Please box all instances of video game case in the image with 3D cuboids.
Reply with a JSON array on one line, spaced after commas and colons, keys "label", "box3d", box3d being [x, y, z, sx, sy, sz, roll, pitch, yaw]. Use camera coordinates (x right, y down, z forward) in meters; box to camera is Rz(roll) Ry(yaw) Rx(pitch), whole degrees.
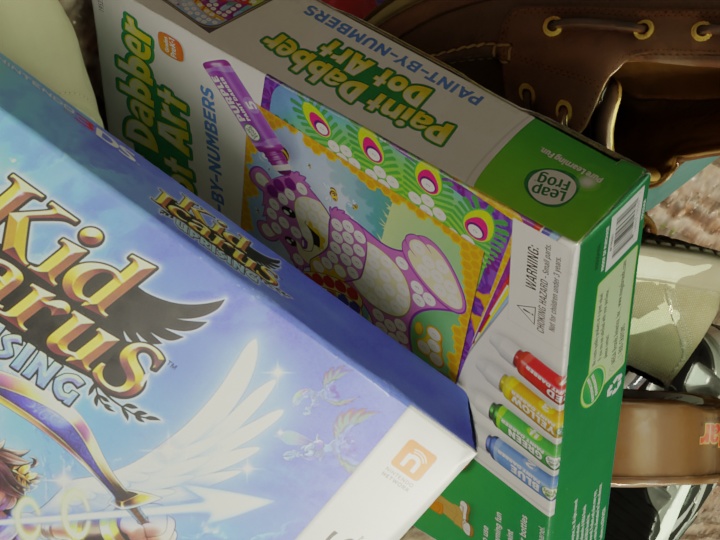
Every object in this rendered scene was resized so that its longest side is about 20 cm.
[{"label": "video game case", "box3d": [-0.095, 0.059, 0.749, 0.200, 0.045, 0.181, 36, 107, -16]}]

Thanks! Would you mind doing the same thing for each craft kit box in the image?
[{"label": "craft kit box", "box3d": [0.000, 0.000, 0.806, 0.048, 0.197, 0.201, -42, 150, -30]}]

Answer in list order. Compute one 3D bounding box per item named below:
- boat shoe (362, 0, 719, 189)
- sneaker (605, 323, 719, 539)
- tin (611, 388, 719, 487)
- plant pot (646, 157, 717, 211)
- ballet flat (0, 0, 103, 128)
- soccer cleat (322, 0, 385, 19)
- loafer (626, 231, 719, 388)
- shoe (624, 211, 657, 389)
[{"label": "boat shoe", "box3d": [0.077, -0.062, 0.757, 0.072, 0.199, 0.068, 49, 42, -46]}, {"label": "sneaker", "box3d": [0.161, 0.120, 1.283, 0.088, 0.074, 0.201, 2, 123, -52]}, {"label": "tin", "box3d": [0.056, 0.067, 0.979, 0.112, 0.199, 0.042, 12, 80, -64]}, {"label": "plant pot", "box3d": [0.112, -0.129, 0.881, 0.141, 0.141, 0.200, -36, 152, -22]}, {"label": "ballet flat", "box3d": [-0.107, -0.010, 0.786, 0.069, 0.069, 0.201, -31, 145, -29]}, {"label": "soccer cleat", "box3d": [0.023, -0.081, 0.885, 0.077, 0.067, 0.200, -56, 147, 3]}, {"label": "loafer", "box3d": [0.061, 0.012, 0.954, 0.199, 0.076, 0.069, 6, 93, -19]}, {"label": "shoe", "box3d": [0.112, -0.017, 1.044, 0.071, 0.091, 0.201, -2, 126, -52]}]
